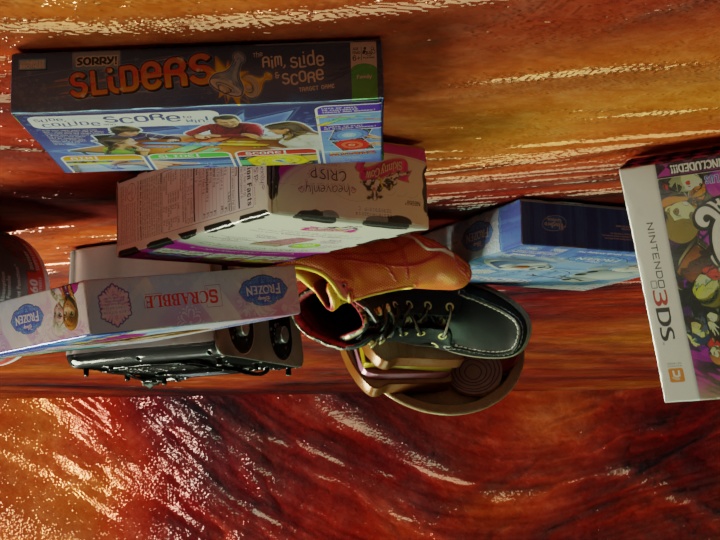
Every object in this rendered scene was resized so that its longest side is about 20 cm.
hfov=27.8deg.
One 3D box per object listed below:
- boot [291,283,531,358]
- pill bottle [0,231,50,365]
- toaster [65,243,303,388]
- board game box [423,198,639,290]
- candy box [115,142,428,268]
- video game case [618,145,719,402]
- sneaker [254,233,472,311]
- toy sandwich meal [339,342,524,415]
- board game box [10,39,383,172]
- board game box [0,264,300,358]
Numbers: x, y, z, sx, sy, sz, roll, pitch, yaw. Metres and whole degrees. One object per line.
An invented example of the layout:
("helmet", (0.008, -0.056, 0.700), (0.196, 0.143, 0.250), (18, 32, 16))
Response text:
("boot", (0.046, 0.048, 1.350), (0.202, 0.074, 0.154), (18, -164, 18))
("pill bottle", (-0.355, 0.014, 1.177), (0.115, 0.117, 0.200), (-7, 170, 28))
("toaster", (-0.173, 0.043, 1.388), (0.198, 0.120, 0.181), (-6, 169, 24))
("board game box", (0.175, -0.019, 1.310), (0.198, 0.044, 0.199), (3, 170, -26))
("candy box", (-0.066, -0.047, 1.025), (0.135, 0.062, 0.199), (4, 171, -40))
("video game case", (0.294, -0.002, 1.020), (0.198, 0.183, 0.036), (-6, -166, 30))
("sneaker", (0.000, 0.000, 1.229), (0.198, 0.078, 0.073), (8, 170, -19))
("toy sandwich meal", (0.075, 0.060, 1.486), (0.203, 0.206, 0.071), (0, 139, -11))
("board game box", (-0.085, -0.090, 0.830), (0.198, 0.035, 0.135), (-2, 170, 0))
("board game box", (-0.184, 0.034, 1.126), (0.198, 0.042, 0.199), (-5, 175, -44))
